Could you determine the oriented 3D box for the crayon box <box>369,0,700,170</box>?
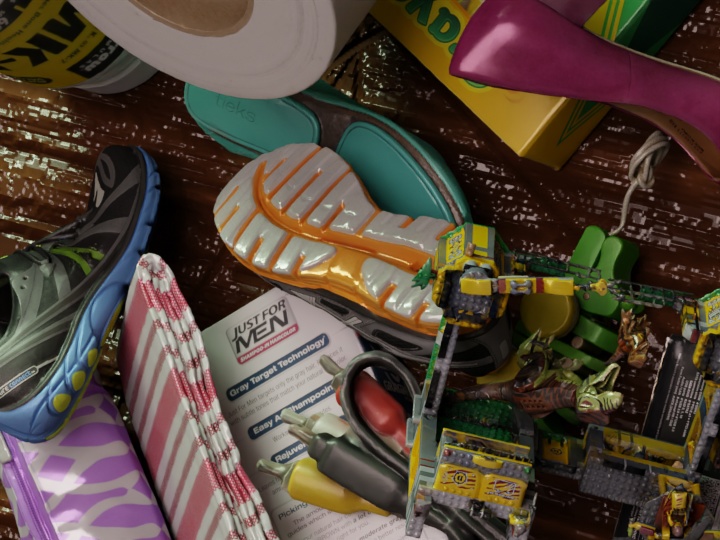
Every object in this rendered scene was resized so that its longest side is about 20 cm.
[{"bbox_3d":[0.084,-0.185,1.617,0.200,0.058,0.173,45,102,24],"label":"crayon box"}]

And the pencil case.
[{"bbox_3d":[-0.153,0.144,1.665,0.084,0.085,0.201,-35,69,24],"label":"pencil case"}]

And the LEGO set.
[{"bbox_3d":[0.105,0.073,1.434,0.199,0.116,0.154,20,117,-8],"label":"LEGO set"}]

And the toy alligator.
[{"bbox_3d":[0.120,0.024,1.566,0.054,0.059,0.200,37,99,25],"label":"toy alligator"}]

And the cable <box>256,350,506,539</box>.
[{"bbox_3d":[0.042,0.113,1.542,0.200,0.050,0.097,33,101,15],"label":"cable"}]

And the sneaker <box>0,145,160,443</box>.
[{"bbox_3d":[-0.166,0.001,1.658,0.082,0.071,0.200,24,55,0],"label":"sneaker"}]

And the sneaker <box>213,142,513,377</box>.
[{"bbox_3d":[0.000,0.000,1.565,0.200,0.077,0.078,31,72,39],"label":"sneaker"}]

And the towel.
[{"bbox_3d":[-0.087,0.104,1.622,0.030,0.146,0.201,-15,71,-17],"label":"towel"}]

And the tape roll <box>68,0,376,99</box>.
[{"bbox_3d":[-0.065,-0.205,1.528,0.202,0.203,0.139,18,57,27],"label":"tape roll"}]

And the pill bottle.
[{"bbox_3d":[-0.185,-0.164,1.664,0.114,0.200,0.115,-4,80,25],"label":"pill bottle"}]

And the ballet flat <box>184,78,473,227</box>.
[{"bbox_3d":[-0.004,-0.066,1.634,0.200,0.070,0.068,33,117,24],"label":"ballet flat"}]

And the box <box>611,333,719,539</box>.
[{"bbox_3d":[0.223,0.151,1.503,0.198,0.050,0.201,14,88,26],"label":"box"}]

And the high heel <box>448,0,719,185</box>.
[{"bbox_3d":[0.138,-0.072,1.529,0.200,0.067,0.096,43,79,-3],"label":"high heel"}]

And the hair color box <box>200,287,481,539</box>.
[{"bbox_3d":[-0.010,0.106,1.615,0.100,0.060,0.201,-30,70,16],"label":"hair color box"}]
